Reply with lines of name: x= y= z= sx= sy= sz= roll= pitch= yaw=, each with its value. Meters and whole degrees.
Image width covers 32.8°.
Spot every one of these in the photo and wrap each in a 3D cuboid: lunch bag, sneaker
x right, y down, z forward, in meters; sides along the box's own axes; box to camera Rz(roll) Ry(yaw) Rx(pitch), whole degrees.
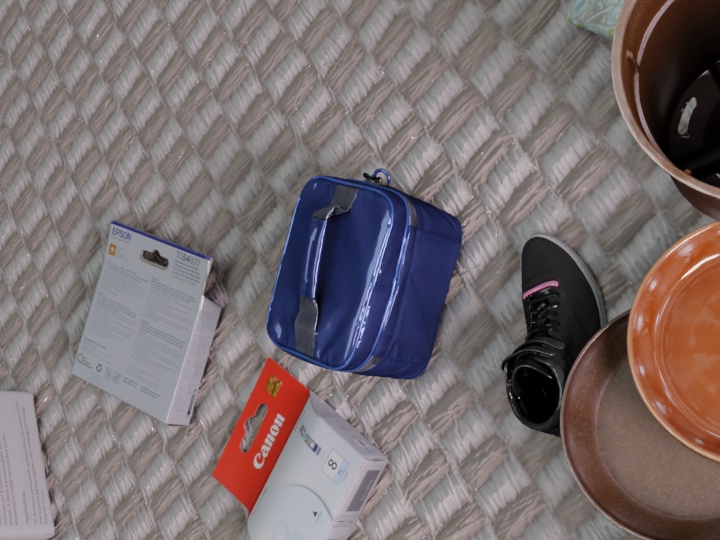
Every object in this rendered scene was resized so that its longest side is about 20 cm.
lunch bag: x=0.000 y=0.000 z=1.184 sx=0.135 sy=0.132 sz=0.201 roll=16 pitch=94 yaw=41
sneaker: x=0.163 y=0.054 z=1.059 sx=0.071 sy=0.099 sz=0.201 roll=-28 pitch=65 yaw=36

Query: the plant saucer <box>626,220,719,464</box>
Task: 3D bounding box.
plant saucer: x=0.307 y=0.055 z=0.940 sx=0.199 sy=0.032 sz=0.201 roll=-6 pitch=71 yaw=18

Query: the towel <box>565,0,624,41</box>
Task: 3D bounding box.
towel: x=0.284 y=-0.259 z=1.040 sx=0.200 sy=0.048 sz=0.172 roll=36 pitch=106 yaw=38

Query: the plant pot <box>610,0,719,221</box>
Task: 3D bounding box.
plant pot: x=0.288 y=-0.124 z=0.873 sx=0.199 sy=0.198 sz=0.201 roll=-3 pitch=79 yaw=16

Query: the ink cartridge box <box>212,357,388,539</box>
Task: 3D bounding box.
ink cartridge box: x=-0.080 y=0.207 z=1.274 sx=0.200 sy=0.047 sz=0.161 roll=37 pitch=107 yaw=36

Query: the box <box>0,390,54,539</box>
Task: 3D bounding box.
box: x=-0.528 y=0.276 z=1.564 sx=0.200 sy=0.171 sz=0.200 roll=-30 pitch=64 yaw=33

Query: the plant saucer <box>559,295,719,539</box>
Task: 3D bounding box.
plant saucer: x=0.260 y=0.121 z=0.971 sx=0.199 sy=0.037 sz=0.201 roll=-6 pitch=69 yaw=17

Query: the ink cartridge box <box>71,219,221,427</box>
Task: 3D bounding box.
ink cartridge box: x=-0.249 y=0.059 z=1.448 sx=0.199 sy=0.041 sz=0.201 roll=20 pitch=96 yaw=41
